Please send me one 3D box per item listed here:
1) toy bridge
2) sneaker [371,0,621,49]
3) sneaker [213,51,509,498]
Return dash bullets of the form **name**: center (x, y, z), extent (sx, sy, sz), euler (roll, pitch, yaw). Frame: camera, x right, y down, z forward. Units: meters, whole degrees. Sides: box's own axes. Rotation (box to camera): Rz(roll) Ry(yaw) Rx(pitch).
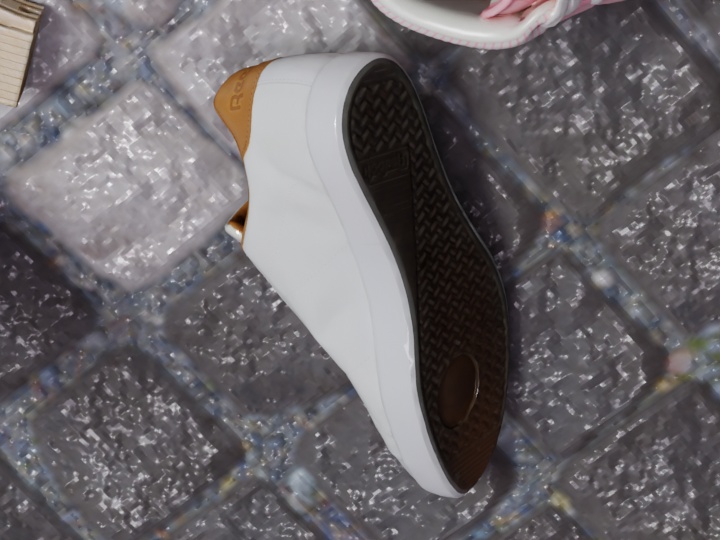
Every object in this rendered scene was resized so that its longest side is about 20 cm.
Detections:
- **toy bridge**: center (-0.216, -0.122, 0.815), extent (0.199, 0.027, 0.067), euler (17, 114, -4)
- **sneaker**: center (0.090, -0.119, 0.752), extent (0.199, 0.105, 0.076), euler (-4, 114, 5)
- **sneaker**: center (0.000, 0.000, 0.849), extent (0.084, 0.073, 0.200), euler (6, 128, 36)
